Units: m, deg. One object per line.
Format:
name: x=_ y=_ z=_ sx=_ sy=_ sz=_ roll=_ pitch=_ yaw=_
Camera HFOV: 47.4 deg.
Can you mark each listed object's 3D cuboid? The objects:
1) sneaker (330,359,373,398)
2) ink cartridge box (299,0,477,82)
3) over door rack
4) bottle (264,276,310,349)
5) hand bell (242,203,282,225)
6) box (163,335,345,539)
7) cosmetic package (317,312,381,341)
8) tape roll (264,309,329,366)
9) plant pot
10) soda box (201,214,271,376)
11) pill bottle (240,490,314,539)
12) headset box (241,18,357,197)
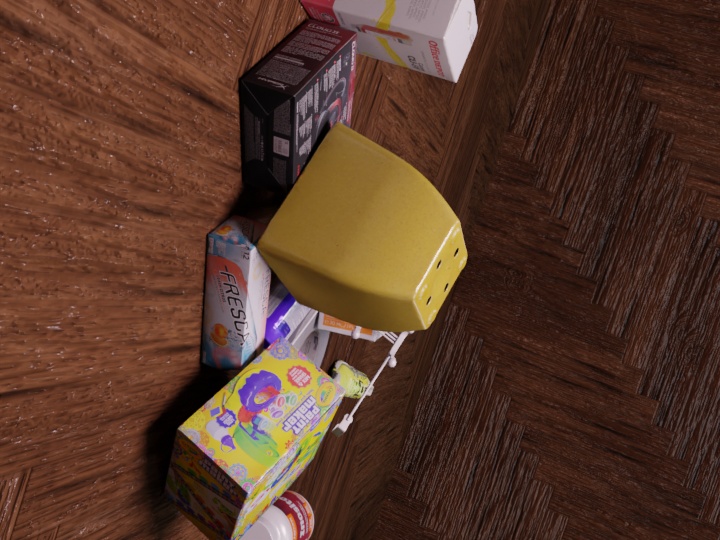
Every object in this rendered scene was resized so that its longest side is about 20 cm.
sneaker: x=-0.021 y=0.243 z=1.794 sx=0.076 sy=0.076 sz=0.200 roll=-69 pitch=164 yaw=2
ink cartridge box: x=0.041 y=-0.330 z=1.059 sx=0.145 sy=0.198 sz=0.084 roll=35 pitch=76 yaw=-74
over door rack: x=-0.028 y=0.120 z=1.207 sx=0.201 sy=0.147 sz=0.067 roll=-53 pitch=-179 yaw=-19
bottle: x=-0.091 y=0.023 z=1.213 sx=0.201 sy=0.065 sz=0.084 roll=-53 pitch=165 yaw=-17
hand bell: x=-0.098 y=-0.084 z=1.128 sx=0.199 sy=0.103 sz=0.105 roll=-28 pitch=137 yaw=-53
box: x=-0.142 y=0.232 z=1.094 sx=0.200 sy=0.122 sz=0.193 roll=-41 pitch=164 yaw=-40
cosmetic package: x=0.000 y=0.000 z=1.298 sx=0.071 sy=0.100 sz=0.203 roll=-23 pitch=122 yaw=-72
tape roll: x=-0.117 y=0.135 z=1.328 sx=0.200 sy=0.065 sz=0.203 roll=18 pitch=90 yaw=-75
plant pot: x=0.023 y=-0.030 z=1.048 sx=0.195 sy=0.198 sz=0.196 roll=-58 pitch=158 yaw=-14
soda box: x=-0.159 y=0.035 z=1.055 sx=0.068 sy=0.063 sz=0.202 roll=-50 pitch=154 yaw=-54
pill bottle: x=-0.163 y=0.472 z=1.485 sx=0.200 sy=0.112 sz=0.114 roll=16 pitch=93 yaw=-76
headset box: x=-0.071 y=-0.213 z=1.042 sx=0.150 sy=0.074 sz=0.201 roll=95 pitch=20 yaw=-43
